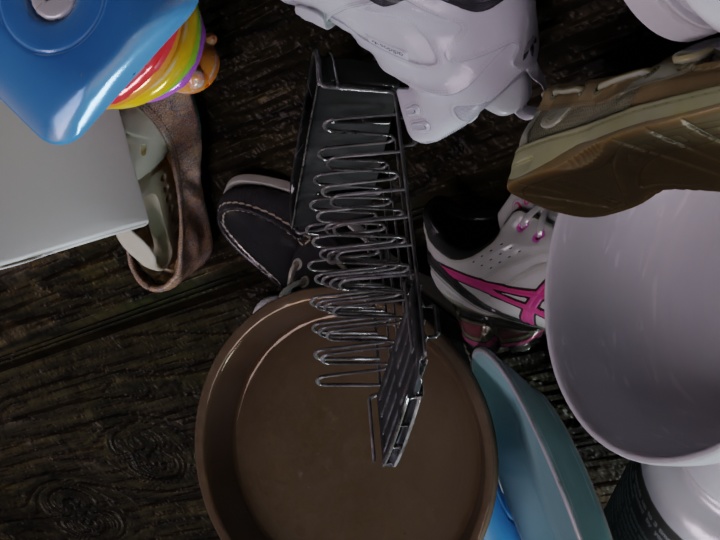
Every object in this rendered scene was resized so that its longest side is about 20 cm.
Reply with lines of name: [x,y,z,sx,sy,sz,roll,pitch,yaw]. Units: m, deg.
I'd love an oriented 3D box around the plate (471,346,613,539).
plate: [0.109,0.133,1.015,0.200,0.025,0.202,160,90,-85]

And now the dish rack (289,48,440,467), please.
dish rack: [0.000,0.000,0.984,0.054,0.201,0.154,-2,151,-8]

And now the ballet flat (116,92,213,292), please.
ballet flat: [-0.134,-0.063,1.148,0.068,0.067,0.201,18,139,28]

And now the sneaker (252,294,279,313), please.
sneaker: [-0.011,0.111,1.212,0.199,0.087,0.075,37,144,2]

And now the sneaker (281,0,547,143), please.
sneaker: [0.007,-0.130,0.933,0.199,0.075,0.116,9,133,33]

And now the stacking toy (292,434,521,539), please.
stacking toy: [-0.005,0.156,1.151,0.199,0.116,0.111,-18,100,12]

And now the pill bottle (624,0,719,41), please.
pill bottle: [0.190,-0.153,0.703,0.199,0.113,0.113,-17,117,51]

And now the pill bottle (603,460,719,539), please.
pill bottle: [0.199,0.132,1.013,0.113,0.114,0.201,31,145,12]

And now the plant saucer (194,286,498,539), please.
plant saucer: [-0.007,0.108,1.086,0.199,0.029,0.202,2,95,25]

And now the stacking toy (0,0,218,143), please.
stacking toy: [-0.123,-0.129,0.990,0.110,0.116,0.200,46,-170,15]

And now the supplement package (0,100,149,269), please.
supplement package: [-0.228,-0.102,1.083,0.121,0.119,0.202,-11,96,48]

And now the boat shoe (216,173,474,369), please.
boat shoe: [-0.013,0.015,1.127,0.199,0.060,0.074,35,146,7]

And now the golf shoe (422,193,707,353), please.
golf shoe: [0.111,-0.004,0.980,0.199,0.073,0.092,-3,126,45]

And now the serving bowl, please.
serving bowl: [0.174,-0.004,0.851,0.065,0.202,0.200,15,159,-32]

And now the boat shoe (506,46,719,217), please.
boat shoe: [0.136,-0.071,0.815,0.073,0.064,0.200,19,164,-21]
